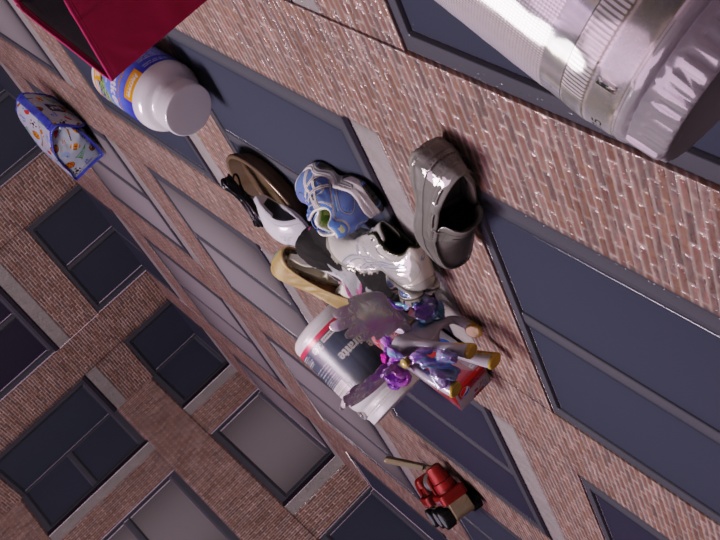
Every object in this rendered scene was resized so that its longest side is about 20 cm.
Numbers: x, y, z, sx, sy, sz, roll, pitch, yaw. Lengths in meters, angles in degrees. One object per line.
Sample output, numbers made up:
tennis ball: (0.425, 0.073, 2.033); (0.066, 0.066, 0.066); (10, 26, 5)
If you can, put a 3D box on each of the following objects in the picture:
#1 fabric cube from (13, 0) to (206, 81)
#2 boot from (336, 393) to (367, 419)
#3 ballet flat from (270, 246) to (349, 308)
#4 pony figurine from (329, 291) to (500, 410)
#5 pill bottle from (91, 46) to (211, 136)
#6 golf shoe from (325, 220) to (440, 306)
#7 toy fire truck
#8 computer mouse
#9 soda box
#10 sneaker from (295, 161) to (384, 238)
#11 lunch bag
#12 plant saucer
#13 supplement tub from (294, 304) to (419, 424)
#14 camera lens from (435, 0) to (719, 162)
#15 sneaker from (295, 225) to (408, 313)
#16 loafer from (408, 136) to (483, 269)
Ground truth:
fabric cube: (-0.281, -0.366, 1.153); (0.196, 0.199, 0.200); (39, 165, 29)
boot: (-0.014, 0.212, 2.177); (0.200, 0.096, 0.074); (53, 164, -25)
ballet flat: (-0.046, 0.017, 1.718); (0.200, 0.069, 0.063); (19, 144, -2)
pony figurine: (0.063, 0.104, 1.480); (0.200, 0.193, 0.167); (19, 121, 33)
pill bottle: (-0.318, -0.280, 1.670); (0.200, 0.112, 0.112); (35, 162, 39)
golf shoe: (0.027, -0.036, 1.472); (0.200, 0.078, 0.097); (27, 140, 39)
toy fire truck: (0.149, 0.466, 2.393); (0.200, 0.129, 0.176); (57, 167, 4)
computer mouse: (-0.147, -0.085, 1.741); (0.200, 0.044, 0.110); (31, 158, 47)
soda box: (0.101, 0.123, 1.654); (0.200, 0.070, 0.063); (35, 163, 36)
sneaker: (-0.049, -0.094, 1.478); (0.076, 0.077, 0.200); (51, 167, -24)
lunch bag: (-0.768, -0.354, 2.753); (0.170, 0.124, 0.200); (40, 172, 28)
plant saucer: (-0.142, -0.119, 1.780); (0.200, 0.029, 0.200); (43, 165, 15)
supplement tub: (-0.003, 0.156, 1.904); (0.200, 0.140, 0.140); (44, 166, 8)
camera lens: (0.130, -0.175, 0.572); (0.200, 0.160, 0.160); (42, 165, 16)
sneaker: (0.000, 0.000, 1.646); (0.200, 0.080, 0.086); (42, -172, 13)
loafer: (0.096, -0.059, 1.173); (0.070, 0.070, 0.200); (47, 168, 33)
